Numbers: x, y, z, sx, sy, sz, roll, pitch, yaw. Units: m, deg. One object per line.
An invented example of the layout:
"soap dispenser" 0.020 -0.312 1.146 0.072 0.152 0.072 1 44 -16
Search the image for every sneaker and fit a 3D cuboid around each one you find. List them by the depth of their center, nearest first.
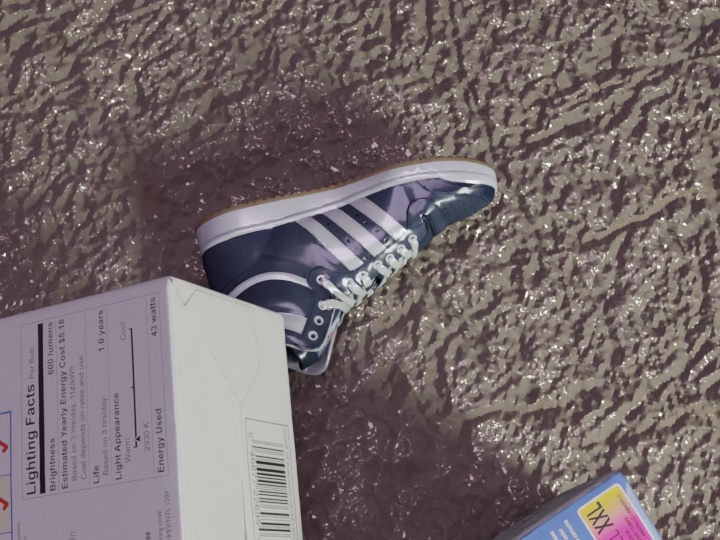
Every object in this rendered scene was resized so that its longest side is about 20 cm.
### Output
"sneaker" 0.000 0.000 0.847 0.197 0.070 0.110 -13 70 -1

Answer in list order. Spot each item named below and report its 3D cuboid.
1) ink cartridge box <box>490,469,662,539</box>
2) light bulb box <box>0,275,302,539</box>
"ink cartridge box" 0.070 0.203 0.758 0.198 0.137 0.077 -29 79 -11
"light bulb box" -0.147 0.127 0.733 0.198 0.125 0.201 -13 73 24
